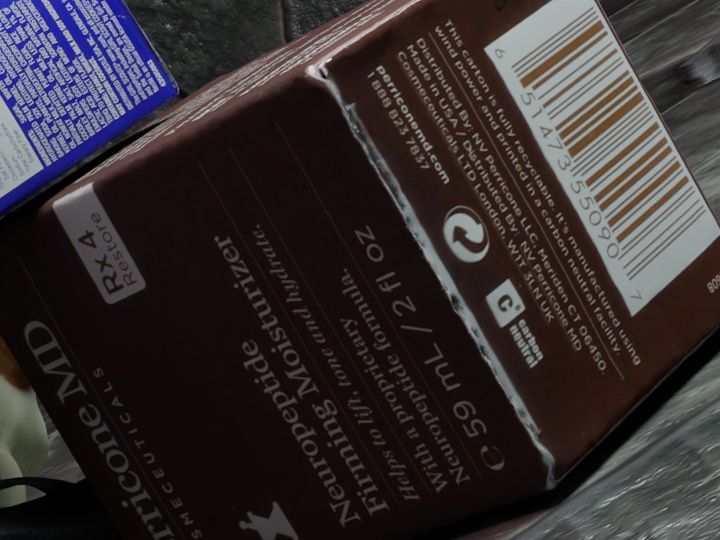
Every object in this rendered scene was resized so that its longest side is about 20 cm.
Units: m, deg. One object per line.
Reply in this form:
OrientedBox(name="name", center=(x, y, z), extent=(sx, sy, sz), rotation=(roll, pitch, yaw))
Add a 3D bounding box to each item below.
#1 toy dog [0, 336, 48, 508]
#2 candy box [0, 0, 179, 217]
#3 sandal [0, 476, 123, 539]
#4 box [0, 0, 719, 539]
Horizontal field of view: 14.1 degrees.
OrientedBox(name="toy dog", center=(-0.208, 0.088, 1.207), extent=(0.140, 0.194, 0.200), rotation=(-35, 10, 41))
OrientedBox(name="candy box", center=(-0.190, -0.027, 1.075), extent=(0.200, 0.077, 0.169), rotation=(-37, 9, -31))
OrientedBox(name="sandal", center=(-0.124, 0.107, 1.114), extent=(0.200, 0.043, 0.076), rotation=(-17, -46, -42))
OrientedBox(name="box", center=(0.000, 0.000, 1.065), extent=(0.200, 0.166, 0.164), rotation=(-24, 9, 41))
